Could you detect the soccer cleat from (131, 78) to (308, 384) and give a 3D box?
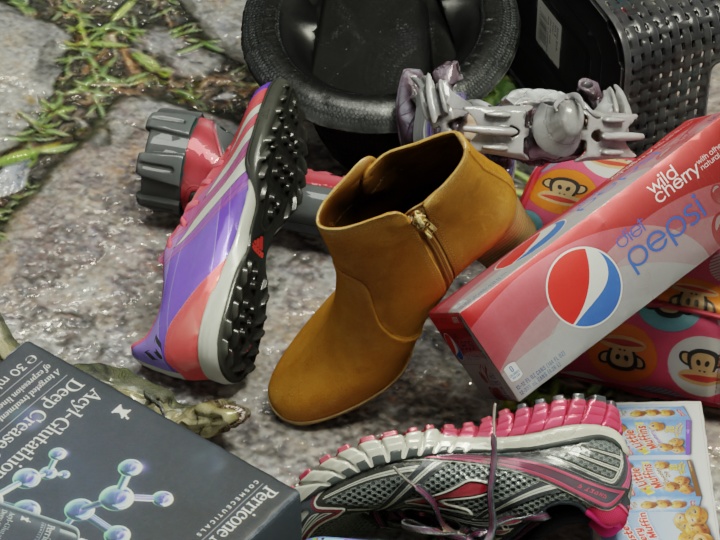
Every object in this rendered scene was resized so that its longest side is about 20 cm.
[{"bbox_3d":[-0.084,-0.028,1.813,0.073,0.068,0.201,3,66,24],"label":"soccer cleat"}]

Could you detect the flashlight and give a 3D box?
[{"bbox_3d":[-0.039,-0.054,1.885,0.199,0.068,0.068,10,8,7],"label":"flashlight"}]

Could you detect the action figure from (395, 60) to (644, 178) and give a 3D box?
[{"bbox_3d":[0.086,-0.088,1.766,0.129,0.070,0.200,13,-6,-21],"label":"action figure"}]

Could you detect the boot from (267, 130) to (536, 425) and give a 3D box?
[{"bbox_3d":[0.001,0.000,1.709,0.201,0.144,0.071,-38,59,9],"label":"boot"}]

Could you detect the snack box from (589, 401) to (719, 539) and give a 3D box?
[{"bbox_3d":[0.166,0.150,1.684,0.071,0.024,0.201,-1,42,0],"label":"snack box"}]

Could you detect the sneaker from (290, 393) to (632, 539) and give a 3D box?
[{"bbox_3d":[0.052,0.125,1.665,0.199,0.081,0.075,-13,71,7],"label":"sneaker"}]

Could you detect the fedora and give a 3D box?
[{"bbox_3d":[0.013,-0.132,1.950,0.199,0.092,0.201,0,45,0],"label":"fedora"}]

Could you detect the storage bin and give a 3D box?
[{"bbox_3d":[0.163,-0.161,1.949,0.093,0.136,0.200,-16,44,-18],"label":"storage bin"}]

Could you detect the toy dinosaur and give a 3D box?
[{"bbox_3d":[-0.164,0.074,1.752,0.199,0.048,0.088,22,31,23],"label":"toy dinosaur"}]

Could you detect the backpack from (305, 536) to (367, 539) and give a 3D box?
[{"bbox_3d":[0.026,0.249,1.492,0.181,0.135,0.201,5,44,6],"label":"backpack"}]

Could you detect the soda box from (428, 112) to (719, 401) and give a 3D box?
[{"bbox_3d":[0.139,-0.008,1.699,0.200,0.064,0.070,-37,7,-13],"label":"soda box"}]

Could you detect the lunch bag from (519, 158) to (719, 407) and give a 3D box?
[{"bbox_3d":[0.187,-0.006,1.817,0.199,0.082,0.177,11,42,12],"label":"lunch bag"}]

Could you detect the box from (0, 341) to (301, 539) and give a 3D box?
[{"bbox_3d":[-0.153,0.154,1.614,0.199,0.108,0.148,27,47,25],"label":"box"}]
